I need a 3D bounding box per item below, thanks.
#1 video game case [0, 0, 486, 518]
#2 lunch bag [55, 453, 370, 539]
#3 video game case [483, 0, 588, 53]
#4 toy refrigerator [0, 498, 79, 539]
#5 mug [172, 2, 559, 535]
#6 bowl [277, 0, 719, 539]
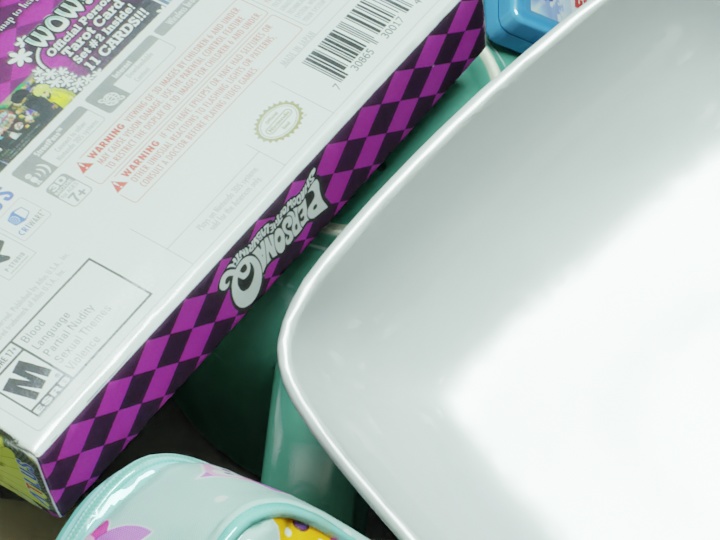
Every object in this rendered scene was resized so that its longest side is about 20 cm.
[{"bbox_3d":[-0.092,-0.045,0.795,0.181,0.036,0.200,26,59,26],"label":"video game case"},{"bbox_3d":[-0.042,0.163,0.739,0.077,0.160,0.201,19,78,48],"label":"lunch bag"},{"bbox_3d":[0.122,-0.106,0.905,0.199,0.018,0.144,19,57,-30],"label":"video game case"},{"bbox_3d":[-0.158,0.111,0.807,0.199,0.070,0.076,6,38,-5],"label":"toy refrigerator"},{"bbox_3d":[0.007,-0.008,0.861,0.151,0.115,0.186,-21,63,-11],"label":"mug"},{"bbox_3d":[0.102,0.028,0.758,0.200,0.075,0.200,-43,69,-7],"label":"bowl"}]
